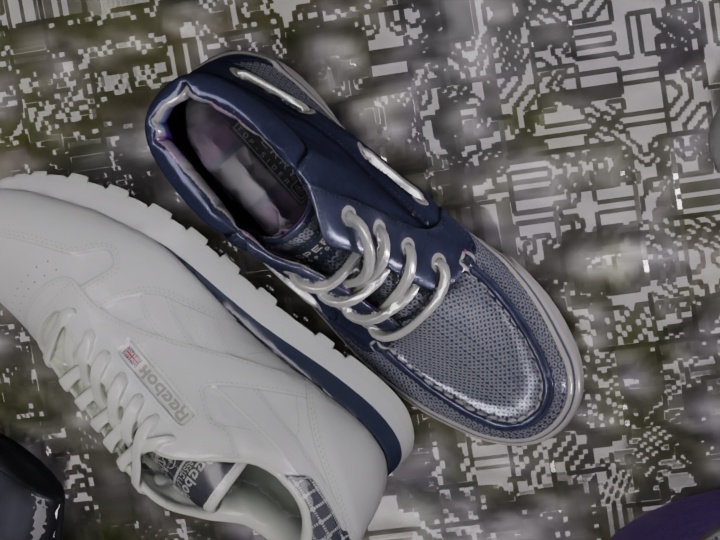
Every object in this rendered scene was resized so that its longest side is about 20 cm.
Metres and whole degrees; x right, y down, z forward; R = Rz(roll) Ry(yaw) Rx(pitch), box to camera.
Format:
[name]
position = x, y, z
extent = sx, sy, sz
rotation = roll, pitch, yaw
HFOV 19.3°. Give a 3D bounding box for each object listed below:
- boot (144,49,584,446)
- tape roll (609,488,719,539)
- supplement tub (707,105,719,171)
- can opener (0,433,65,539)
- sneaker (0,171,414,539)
[boot]
position = 0.000, 0.000, 0.795
extent = 0.200, 0.090, 0.073
rotation = 41, 105, 0
[tape roll]
position = 0.184, 0.137, 0.735
extent = 0.199, 0.200, 0.085
rotation = -2, 101, 10
[supplement tub]
position = 0.231, -0.073, 0.713
extent = 0.145, 0.145, 0.200
rotation = 40, 105, 0
[can opener]
position = -0.124, 0.137, 0.821
extent = 0.200, 0.063, 0.079
rotation = 37, 127, 36
[sneaker]
position = -0.077, 0.038, 0.810
extent = 0.200, 0.081, 0.076
rotation = 33, 147, 4
